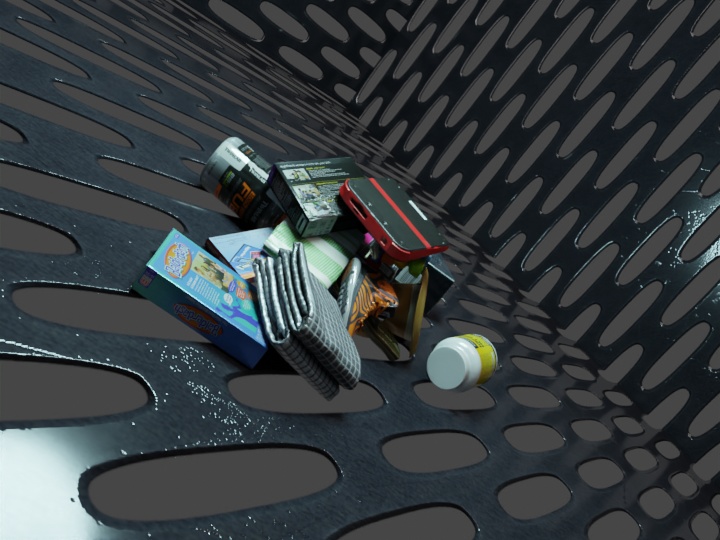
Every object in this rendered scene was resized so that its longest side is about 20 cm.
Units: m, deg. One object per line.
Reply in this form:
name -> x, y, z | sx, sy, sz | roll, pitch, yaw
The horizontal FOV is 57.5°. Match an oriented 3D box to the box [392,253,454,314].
box -> 0.119, -0.022, 1.711 | 0.198, 0.125, 0.198 | 33, 19, -20

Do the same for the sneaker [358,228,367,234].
sneaker -> -0.051, -0.156, 1.409 | 0.197, 0.085, 0.121 | 30, 20, -1

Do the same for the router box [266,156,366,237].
router box -> -0.064, -0.147, 1.279 | 0.197, 0.051, 0.151 | -11, 59, -40

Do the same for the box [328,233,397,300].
box -> 0.000, 0.000, 1.406 | 0.132, 0.115, 0.200 | 41, 19, 0

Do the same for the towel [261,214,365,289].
towel -> -0.085, -0.055, 1.239 | 0.151, 0.023, 0.201 | 36, 39, -2

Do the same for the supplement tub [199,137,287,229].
supplement tub -> -0.215, -0.162, 1.325 | 0.199, 0.123, 0.123 | 39, 16, -2

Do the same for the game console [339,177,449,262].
game console -> 0.064, -0.102, 1.260 | 0.175, 0.031, 0.201 | -10, 56, -51

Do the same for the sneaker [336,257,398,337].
sneaker -> 0.012, 0.074, 1.187 | 0.110, 0.078, 0.203 | 26, 52, -14

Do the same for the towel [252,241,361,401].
towel -> -0.077, 0.072, 1.000 | 0.166, 0.085, 0.202 | 51, 13, -42

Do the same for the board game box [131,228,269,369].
board game box -> -0.216, 0.037, 0.949 | 0.199, 0.045, 0.153 | 38, 17, -14

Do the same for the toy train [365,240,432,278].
toy train -> 0.074, -0.023, 1.266 | 0.114, 0.086, 0.200 | 30, 22, 1

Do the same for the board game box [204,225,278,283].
board game box -> -0.177, -0.031, 1.183 | 0.103, 0.020, 0.199 | 45, 30, 18

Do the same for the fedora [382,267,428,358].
fedora -> 0.091, 0.081, 1.363 | 0.080, 0.205, 0.201 | 9, 16, 4

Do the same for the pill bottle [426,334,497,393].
pill bottle -> 0.212, 0.195, 1.379 | 0.113, 0.113, 0.199 | 46, 17, 20

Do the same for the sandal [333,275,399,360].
sandal -> 0.004, 0.102, 1.278 | 0.201, 0.054, 0.081 | 53, 21, -11
